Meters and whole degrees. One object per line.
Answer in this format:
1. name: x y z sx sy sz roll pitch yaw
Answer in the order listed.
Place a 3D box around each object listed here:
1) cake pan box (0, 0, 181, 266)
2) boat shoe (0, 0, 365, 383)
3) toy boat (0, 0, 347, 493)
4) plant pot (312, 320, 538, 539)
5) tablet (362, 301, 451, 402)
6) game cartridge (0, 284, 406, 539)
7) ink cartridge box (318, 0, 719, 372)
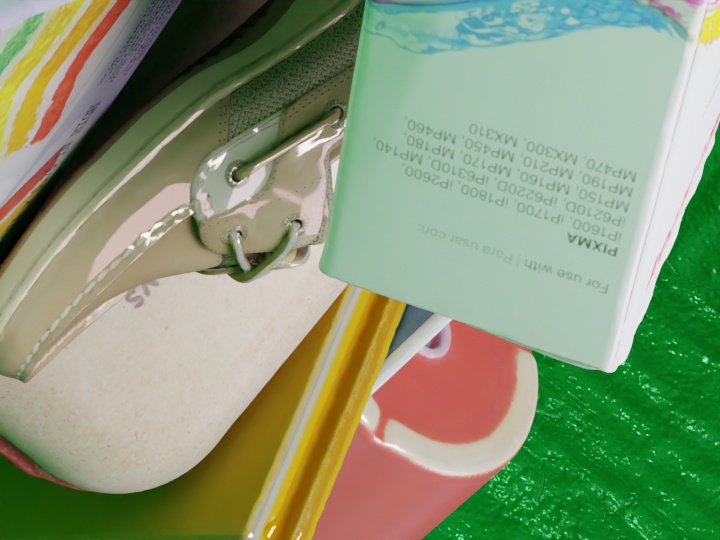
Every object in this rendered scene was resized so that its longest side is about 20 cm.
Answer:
1. cake pan box: -0.136 -0.008 0.525 0.200 0.052 0.184 -52 174 23
2. boat shoe: -0.033 -0.031 0.628 0.200 0.065 0.072 -44 -178 -16
3. toy boat: -0.075 -0.028 0.730 0.200 0.130 0.131 -50 -154 -6
4. plant pot: -0.030 0.056 0.934 0.177 0.201 0.200 -31 -171 39
5. tablet: 0.000 0.000 0.794 0.200 0.014 0.130 -44 -147 5
6. game cartridge: -0.069 0.035 0.798 0.199 0.032 0.177 -9 -131 45
7. ink cartridge box: 0.062 -0.100 0.512 0.148 0.085 0.201 -56 163 -53
